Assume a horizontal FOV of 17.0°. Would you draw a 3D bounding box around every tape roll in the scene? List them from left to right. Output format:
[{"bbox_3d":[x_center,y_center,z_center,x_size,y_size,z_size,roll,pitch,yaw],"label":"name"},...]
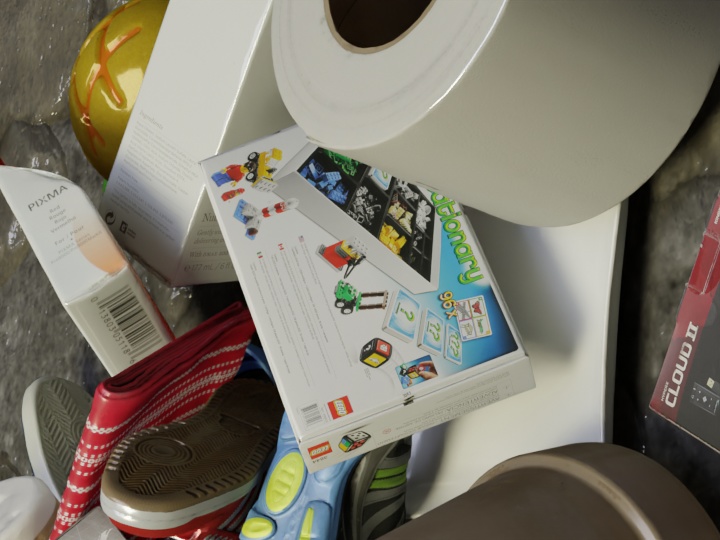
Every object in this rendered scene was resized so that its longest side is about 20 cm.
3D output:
[{"bbox_3d":[0.068,-0.136,1.207,0.202,0.139,0.204,-27,53,43],"label":"tape roll"}]

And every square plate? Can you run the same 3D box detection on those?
[{"bbox_3d":[0.076,0.036,1.286,0.198,0.028,0.201,-2,82,54],"label":"square plate"}]

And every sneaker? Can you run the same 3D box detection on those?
[{"bbox_3d":[-0.198,0.169,1.608,0.085,0.075,0.201,-44,50,36],"label":"sneaker"},{"bbox_3d":[-0.092,0.138,1.323,0.071,0.200,0.113,22,109,16],"label":"sneaker"},{"bbox_3d":[-0.006,0.102,1.301,0.071,0.083,0.200,26,92,23],"label":"sneaker"}]

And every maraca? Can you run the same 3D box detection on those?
[{"bbox_3d":[-0.137,-0.110,1.551,0.200,0.106,0.138,161,125,-73],"label":"maraca"}]

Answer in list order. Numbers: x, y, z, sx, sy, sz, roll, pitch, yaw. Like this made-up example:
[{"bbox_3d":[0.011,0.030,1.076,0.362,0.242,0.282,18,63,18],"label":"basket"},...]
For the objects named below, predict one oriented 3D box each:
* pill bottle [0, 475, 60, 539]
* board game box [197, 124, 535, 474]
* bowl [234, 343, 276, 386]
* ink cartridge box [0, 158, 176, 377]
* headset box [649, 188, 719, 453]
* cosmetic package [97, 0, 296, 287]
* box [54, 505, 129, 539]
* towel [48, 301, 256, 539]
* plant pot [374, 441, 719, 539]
[{"bbox_3d":[-0.188,0.235,1.481,0.111,0.111,0.201,-3,124,54],"label":"pill bottle"},{"bbox_3d":[0.000,0.000,1.277,0.035,0.126,0.201,72,177,-53],"label":"board game box"},{"bbox_3d":[-0.078,0.143,1.475,0.200,0.039,0.202,-14,72,53],"label":"bowl"},{"bbox_3d":[-0.163,-0.006,1.462,0.050,0.162,0.200,-28,49,-2],"label":"ink cartridge box"},{"bbox_3d":[0.219,0.025,1.046,0.200,0.075,0.149,32,110,52],"label":"headset box"},{"bbox_3d":[-0.068,-0.098,1.431,0.081,0.113,0.201,36,116,33],"label":"cosmetic package"},{"bbox_3d":[-0.087,0.239,1.335,0.048,0.159,0.200,-38,63,-7],"label":"box"},{"bbox_3d":[-0.126,0.119,1.382,0.022,0.144,0.201,33,124,19],"label":"towel"},{"bbox_3d":[0.058,0.189,1.136,0.200,0.173,0.201,8,100,51],"label":"plant pot"}]
